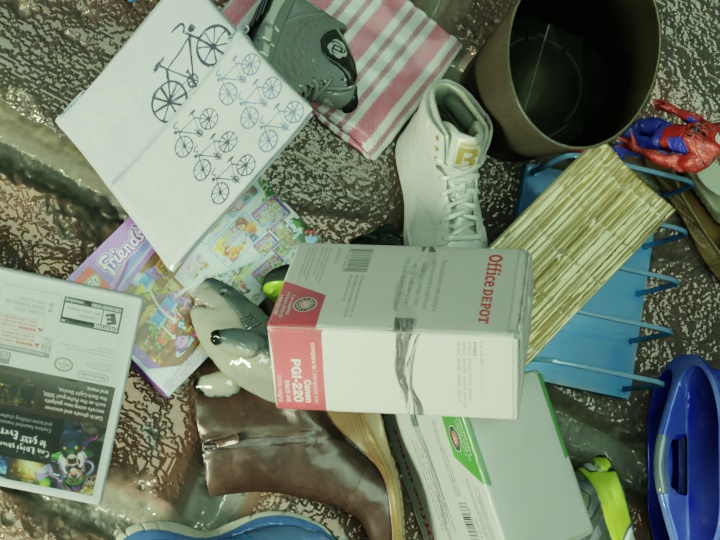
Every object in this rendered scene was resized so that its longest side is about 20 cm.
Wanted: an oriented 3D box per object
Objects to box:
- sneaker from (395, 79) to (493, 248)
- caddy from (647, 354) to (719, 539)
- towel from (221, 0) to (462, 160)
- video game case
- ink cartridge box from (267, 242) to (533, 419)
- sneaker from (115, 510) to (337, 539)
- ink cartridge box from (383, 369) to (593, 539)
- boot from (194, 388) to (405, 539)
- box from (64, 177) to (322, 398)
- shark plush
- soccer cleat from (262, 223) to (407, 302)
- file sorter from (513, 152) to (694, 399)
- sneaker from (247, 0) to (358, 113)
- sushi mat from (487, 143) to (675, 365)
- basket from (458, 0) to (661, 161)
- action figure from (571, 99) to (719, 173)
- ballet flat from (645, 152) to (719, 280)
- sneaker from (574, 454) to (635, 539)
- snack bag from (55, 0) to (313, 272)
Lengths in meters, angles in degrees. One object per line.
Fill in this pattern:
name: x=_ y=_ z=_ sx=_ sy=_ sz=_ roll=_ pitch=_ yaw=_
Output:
sneaker: x=0.080 y=-0.070 z=1.482 sx=0.073 sy=0.116 sz=0.201 roll=-6 pitch=62 yaw=-18
caddy: x=0.315 y=0.177 z=1.536 sx=0.104 sy=0.141 sz=0.201 roll=3 pitch=82 yaw=-17
towel: x=-0.019 y=-0.216 z=1.554 sx=0.200 sy=0.030 sz=0.147 roll=39 pitch=77 yaw=-7
video game case: x=-0.300 y=0.091 z=1.430 sx=0.199 sy=0.023 sz=0.183 roll=12 pitch=90 yaw=-7
ink cartridge box: x=0.037 y=0.046 z=1.364 sx=0.199 sy=0.146 sz=0.085 roll=1 pitch=119 yaw=10
sneaker: x=-0.111 y=0.261 z=1.436 sx=0.199 sy=0.089 sz=0.079 roll=-4 pitch=115 yaw=-10
ink cartridge box: x=0.105 y=0.171 z=1.454 sx=0.083 sy=0.200 sz=0.147 roll=-18 pitch=89 yaw=-19
boot: x=-0.052 y=0.182 z=1.493 sx=0.165 sy=0.072 sz=0.201 roll=-13 pitch=88 yaw=-3
box: x=-0.151 y=-0.005 z=1.492 sx=0.137 sy=0.039 sz=0.200 roll=46 pitch=76 yaw=-6
shark plush: x=-0.053 y=0.068 z=1.441 sx=0.199 sy=0.091 sz=0.084 roll=14 pitch=50 yaw=6
soccer cleat: x=0.000 y=0.000 z=1.512 sx=0.199 sy=0.067 sz=0.081 roll=2 pitch=67 yaw=-29
file sorter: x=0.217 y=0.004 z=1.540 sx=0.138 sy=0.123 sz=0.201 roll=12 pitch=80 yaw=-13
sneaker: x=-0.060 y=-0.150 z=1.482 sx=0.115 sy=0.075 sz=0.201 roll=26 pitch=71 yaw=-15
sushi mat: x=0.175 y=-0.017 z=1.464 sx=0.200 sy=0.012 sz=0.096 roll=-45 pitch=92 yaw=-10
basket: x=0.166 y=-0.172 z=1.505 sx=0.135 sy=0.200 sz=0.181 roll=17 pitch=77 yaw=-10
action figure: x=0.268 y=-0.121 z=1.524 sx=0.065 sy=0.200 sz=0.052 roll=-44 pitch=120 yaw=-23
ballet flat: x=0.348 y=-0.052 z=1.605 sx=0.068 sy=0.072 sz=0.200 roll=-34 pitch=93 yaw=-15
sneaker: x=0.217 y=0.276 z=1.543 sx=0.081 sy=0.074 sz=0.201 roll=-15 pitch=80 yaw=-9
snack bag: x=-0.154 y=-0.132 z=1.429 sx=0.189 sy=0.021 sz=0.200 roll=-47 pitch=64 yaw=15
